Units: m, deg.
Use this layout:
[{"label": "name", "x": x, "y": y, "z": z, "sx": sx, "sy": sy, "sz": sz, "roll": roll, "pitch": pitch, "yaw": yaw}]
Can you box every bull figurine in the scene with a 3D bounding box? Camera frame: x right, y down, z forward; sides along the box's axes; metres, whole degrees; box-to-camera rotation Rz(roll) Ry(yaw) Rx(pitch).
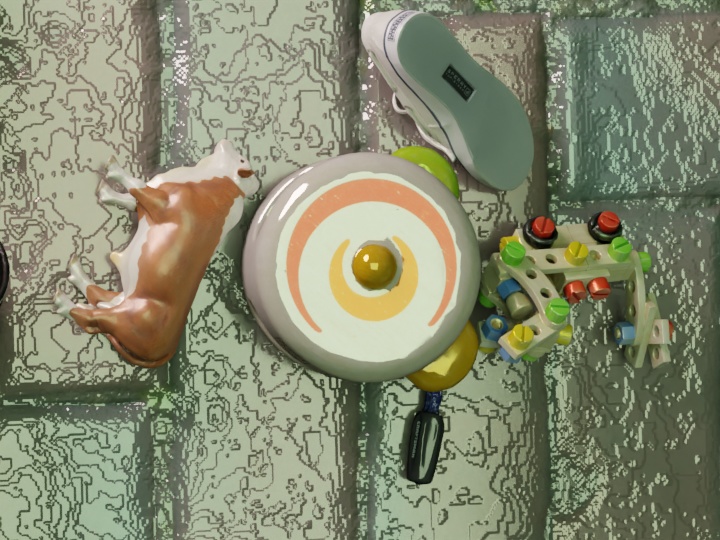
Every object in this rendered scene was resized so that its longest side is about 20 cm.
[{"label": "bull figurine", "x": -0.164, "y": -0.024, "z": 1.662, "sx": 0.121, "sy": 0.065, "sz": 0.200, "roll": 22, "pitch": 83, "yaw": -6}]

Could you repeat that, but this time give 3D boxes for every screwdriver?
[{"label": "screwdriver", "x": 0.066, "y": 0.081, "z": 1.725, "sx": 0.028, "sy": 0.029, "sz": 0.200, "roll": 11, "pitch": 88, "yaw": -11}]

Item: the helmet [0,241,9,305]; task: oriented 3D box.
[{"label": "helmet", "x": -0.375, "y": 0.005, "z": 1.556, "sx": 0.200, "sy": 0.200, "sz": 0.191, "roll": -35, "pitch": 139, "yaw": -10}]

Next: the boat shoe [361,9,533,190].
[{"label": "boat shoe", "x": 0.064, "y": -0.143, "z": 1.706, "sx": 0.202, "sy": 0.086, "sz": 0.075, "roll": 43, "pitch": 75, "yaw": -37}]

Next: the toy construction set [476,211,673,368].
[{"label": "toy construction set", "x": 0.181, "y": 0.022, "z": 1.703, "sx": 0.200, "sy": 0.092, "sz": 0.131, "roll": 5, "pitch": 50, "yaw": -34}]

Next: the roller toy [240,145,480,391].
[{"label": "roller toy", "x": 0.000, "y": 0.000, "z": 1.655, "sx": 0.182, "sy": 0.140, "sz": 0.200, "roll": -3, "pitch": 91, "yaw": -11}]
